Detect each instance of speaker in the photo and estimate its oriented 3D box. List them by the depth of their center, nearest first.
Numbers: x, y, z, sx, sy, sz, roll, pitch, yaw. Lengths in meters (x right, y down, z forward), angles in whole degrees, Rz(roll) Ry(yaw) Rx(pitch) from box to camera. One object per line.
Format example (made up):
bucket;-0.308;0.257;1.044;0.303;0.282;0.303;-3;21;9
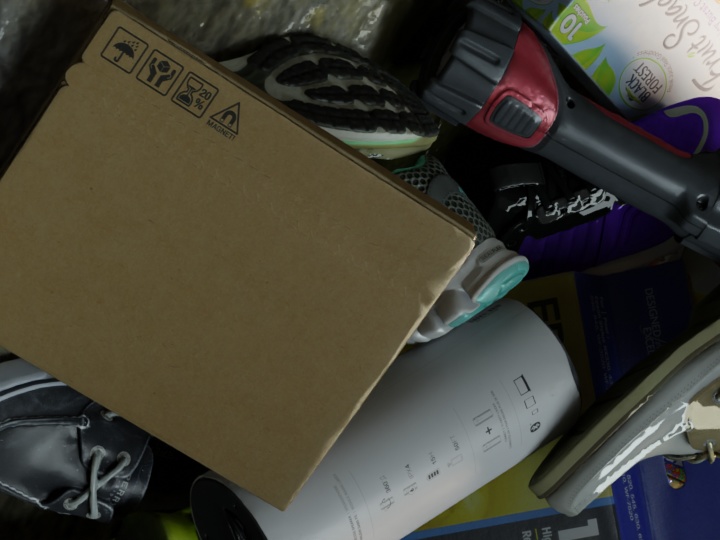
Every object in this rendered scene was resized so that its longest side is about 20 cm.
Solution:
speaker;0.014;0.093;1.227;0.200;0.081;0.081;-30;142;-27

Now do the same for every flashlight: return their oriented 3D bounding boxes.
flashlight;0.125;-0.071;1.266;0.199;0.068;0.068;27;82;-15

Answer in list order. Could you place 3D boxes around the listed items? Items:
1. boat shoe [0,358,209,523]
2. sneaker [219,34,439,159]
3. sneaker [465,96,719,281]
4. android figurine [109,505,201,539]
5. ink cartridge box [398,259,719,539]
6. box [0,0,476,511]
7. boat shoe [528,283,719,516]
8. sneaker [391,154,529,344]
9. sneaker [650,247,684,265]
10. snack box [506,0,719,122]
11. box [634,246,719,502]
boat shoe;-0.136;0.096;1.240;0.200;0.068;0.072;15;112;-53
sneaker;-0.053;-0.057;1.189;0.199;0.077;0.089;-8;139;-35
sneaker;0.112;-0.038;1.336;0.200;0.070;0.099;-33;140;24
android figurine;-0.098;0.163;1.312;0.181;0.041;0.200;-24;162;16
ink cartridge box;0.093;0.106;1.320;0.199;0.199;0.047;-13;169;15
box;-0.073;-0.003;1.107;0.200;0.021;0.164;32;104;-16
boat shoe;0.177;0.067;1.272;0.200;0.068;0.075;-40;-178;-12
sneaker;0.000;0.000;1.261;0.200;0.091;0.078;-28;-177;45
sneaker;0.163;0.004;1.476;0.200;0.076;0.092;-53;150;10
snack box;0.172;-0.154;1.342;0.142;0.053;0.200;-48;146;4
box;0.239;0.043;1.419;0.193;0.122;0.200;-66;167;-1
